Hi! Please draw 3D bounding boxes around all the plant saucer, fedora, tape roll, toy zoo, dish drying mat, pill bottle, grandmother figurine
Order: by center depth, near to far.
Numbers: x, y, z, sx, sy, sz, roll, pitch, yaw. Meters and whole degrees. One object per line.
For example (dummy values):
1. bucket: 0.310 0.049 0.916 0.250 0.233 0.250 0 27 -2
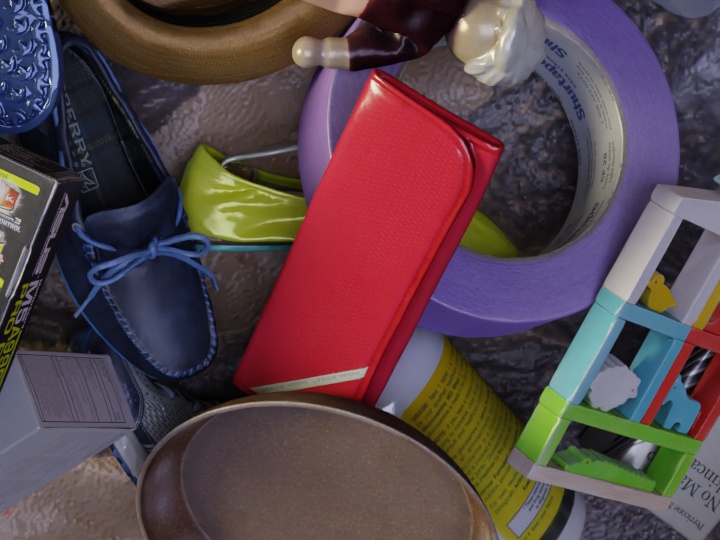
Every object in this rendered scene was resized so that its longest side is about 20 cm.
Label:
1. grandmother figurine: 0.010 -0.153 0.934 0.199 0.061 0.121 26 119 -18
2. dish drying mat: 0.000 0.000 0.942 0.077 0.018 0.201 32 122 9
3. fedora: -0.075 -0.198 0.979 0.199 0.082 0.202 -2 105 -8
4. plant saucer: -0.021 0.133 0.999 0.199 0.035 0.201 8 131 9
5. tape roll: 0.069 -0.067 1.006 0.199 0.066 0.201 3 80 -16
6. toy zoo: 0.171 0.033 1.010 0.131 0.020 0.201 19 103 -44
7. pill bottle: 0.029 0.099 1.061 0.112 0.112 0.200 -40 107 4

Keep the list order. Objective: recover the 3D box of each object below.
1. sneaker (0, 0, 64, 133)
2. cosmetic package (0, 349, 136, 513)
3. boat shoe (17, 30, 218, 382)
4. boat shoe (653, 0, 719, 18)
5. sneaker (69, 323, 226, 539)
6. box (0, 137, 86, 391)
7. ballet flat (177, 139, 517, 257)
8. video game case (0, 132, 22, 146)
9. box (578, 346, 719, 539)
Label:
1. sneaker: -0.201 -0.166 0.951 0.070 0.078 0.201 -22 95 6
2. cosmetic package: -0.224 0.108 1.001 0.200 0.082 0.051 -32 69 24
3. boat shoe: -0.133 -0.029 0.985 0.084 0.069 0.201 -35 103 -25
4. boat shoe: 0.133 -0.221 1.019 0.200 0.057 0.069 44 139 -5
5. sneaker: -0.095 0.100 1.072 0.085 0.077 0.200 -35 115 -8
6. box: -0.257 -0.013 0.917 0.199 0.044 0.161 24 98 6
7. ballet flat: -0.005 -0.039 1.044 0.199 0.067 0.067 5 102 -8
8. video game case: -0.277 -0.058 1.018 0.199 0.022 0.183 8 104 -11
9. box: 0.225 0.056 1.103 0.082 0.068 0.200 34 97 -15
